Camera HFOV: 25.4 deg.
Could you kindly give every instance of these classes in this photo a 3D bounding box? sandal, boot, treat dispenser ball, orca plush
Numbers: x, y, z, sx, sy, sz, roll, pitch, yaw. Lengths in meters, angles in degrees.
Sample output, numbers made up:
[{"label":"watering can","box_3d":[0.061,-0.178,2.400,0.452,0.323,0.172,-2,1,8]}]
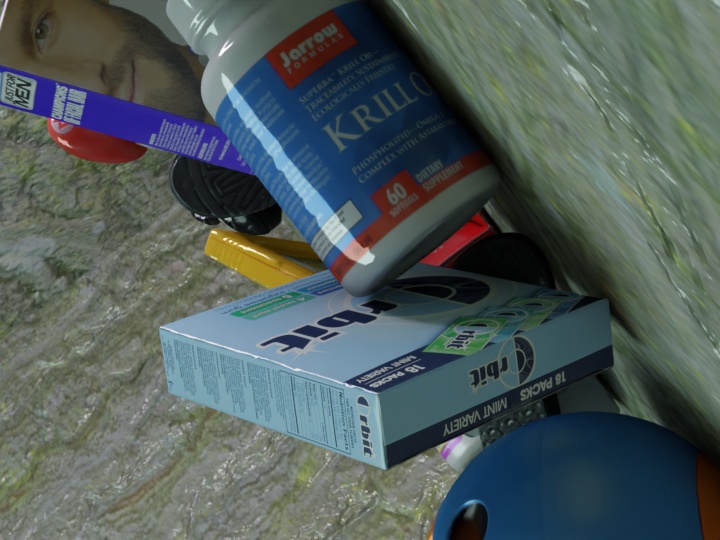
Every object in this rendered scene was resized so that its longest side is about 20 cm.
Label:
[{"label":"sandal","box_3d":[0.097,0.050,1.020,0.075,0.045,0.201,9,134,22]},{"label":"boot","box_3d":[-0.084,-0.079,1.195,0.066,0.164,0.200,68,161,-5]},{"label":"treat dispenser ball","box_3d":[0.134,0.182,0.917,0.201,0.200,0.201,52,177,4]},{"label":"orca plush","box_3d":[-0.116,-0.113,1.360,0.071,0.105,0.201,50,-156,-42]}]

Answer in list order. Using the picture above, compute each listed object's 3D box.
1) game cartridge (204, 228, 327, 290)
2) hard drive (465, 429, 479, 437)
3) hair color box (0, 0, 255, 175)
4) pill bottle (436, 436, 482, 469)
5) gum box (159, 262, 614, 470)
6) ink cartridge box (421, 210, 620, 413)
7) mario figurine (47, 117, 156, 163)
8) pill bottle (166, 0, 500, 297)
[{"label":"game cartridge","box_3d":[-0.006,0.016,1.344,0.199,0.033,0.176,28,-168,34]},{"label":"hard drive","box_3d":[0.040,0.017,1.214,0.132,0.027,0.201,43,-156,-38]},{"label":"hair color box","box_3d":[-0.127,-0.140,1.014,0.199,0.110,0.065,14,160,-9]},{"label":"pill bottle","box_3d":[0.074,0.090,1.575,0.200,0.104,0.104,52,177,15]},{"label":"gum box","box_3d":[0.012,0.043,0.901,0.199,0.169,0.045,13,115,50]},{"label":"ink cartridge box","box_3d":[0.085,0.029,1.110,0.201,0.067,0.116,54,176,-12]},{"label":"mario figurine","box_3d":[-0.141,-0.157,1.131,0.106,0.200,0.123,52,176,-13]},{"label":"pill bottle","box_3d":[-0.021,-0.094,0.910,0.200,0.112,0.112,51,177,7]}]
